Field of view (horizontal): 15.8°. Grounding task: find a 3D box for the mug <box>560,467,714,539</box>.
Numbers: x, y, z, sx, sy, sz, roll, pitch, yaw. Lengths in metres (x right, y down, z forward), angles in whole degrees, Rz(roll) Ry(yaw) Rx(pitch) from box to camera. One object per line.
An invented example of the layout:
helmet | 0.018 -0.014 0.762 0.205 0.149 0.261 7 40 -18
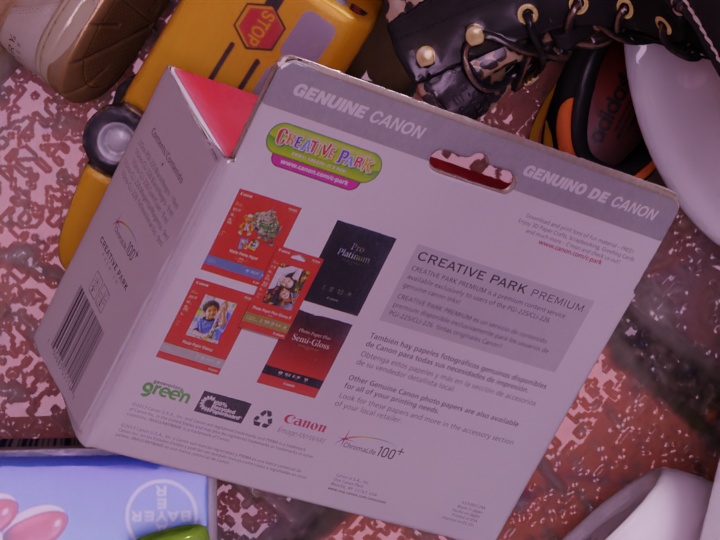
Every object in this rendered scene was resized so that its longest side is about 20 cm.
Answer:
mug | 0.171 0.160 1.091 0.200 0.148 0.176 -42 91 -5

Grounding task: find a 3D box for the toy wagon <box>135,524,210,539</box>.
toy wagon | -0.069 0.180 1.016 0.198 0.040 0.157 -13 92 -7

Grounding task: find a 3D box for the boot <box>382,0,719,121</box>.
boot | 0.092 -0.098 1.000 0.150 0.073 0.201 -29 61 20

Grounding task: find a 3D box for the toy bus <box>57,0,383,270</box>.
toy bus | -0.054 -0.079 1.071 0.078 0.065 0.201 32 109 -3

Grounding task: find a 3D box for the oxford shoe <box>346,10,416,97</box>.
oxford shoe | 0.005 -0.163 1.101 0.072 0.084 0.202 1 92 -8

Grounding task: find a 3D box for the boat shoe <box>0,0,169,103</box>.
boat shoe | -0.092 -0.171 1.096 0.069 0.074 0.201 31 81 18

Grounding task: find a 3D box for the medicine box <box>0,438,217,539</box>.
medicine box | -0.150 0.172 1.078 0.180 0.103 0.202 -1 90 -6

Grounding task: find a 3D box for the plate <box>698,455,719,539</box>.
plate | 0.231 0.116 1.051 0.199 0.032 0.201 30 57 -15

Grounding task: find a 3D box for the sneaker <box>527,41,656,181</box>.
sneaker | 0.135 -0.118 1.111 0.070 0.090 0.201 23 89 -6

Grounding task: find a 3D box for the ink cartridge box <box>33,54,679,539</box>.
ink cartridge box | 0.000 0.000 1.039 0.199 0.084 0.176 18 112 -31

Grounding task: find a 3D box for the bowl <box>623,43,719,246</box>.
bowl | 0.207 -0.102 1.073 0.200 0.090 0.203 0 90 -39
